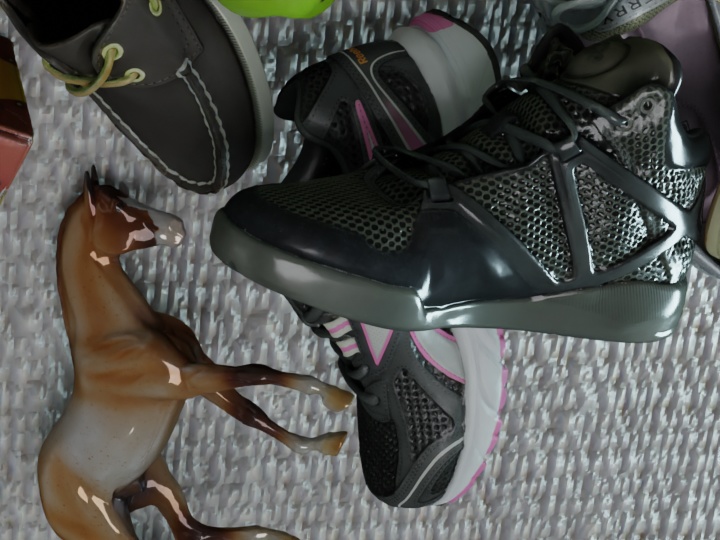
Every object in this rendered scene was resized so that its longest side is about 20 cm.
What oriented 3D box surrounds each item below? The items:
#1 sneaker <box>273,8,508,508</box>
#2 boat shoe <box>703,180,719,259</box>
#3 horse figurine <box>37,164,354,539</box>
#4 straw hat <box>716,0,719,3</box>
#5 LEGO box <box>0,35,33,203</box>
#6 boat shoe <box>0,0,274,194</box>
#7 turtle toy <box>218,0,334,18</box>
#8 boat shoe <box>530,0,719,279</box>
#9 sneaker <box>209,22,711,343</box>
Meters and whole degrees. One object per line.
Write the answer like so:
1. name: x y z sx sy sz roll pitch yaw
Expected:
1. sneaker: 0.000 0.000 1.033 0.086 0.080 0.200 -13 115 -23
2. boat shoe: 0.212 -0.033 1.033 0.200 0.063 0.073 -15 131 -40
3. horse figurine: -0.079 0.069 1.065 0.132 0.050 0.200 25 129 6
4. straw hat: 0.073 -0.167 0.911 0.085 0.201 0.201 -18 133 37
5. LEGO box: -0.237 -0.035 0.950 0.200 0.077 0.149 19 117 -25
6. boat shoe: -0.097 -0.099 0.940 0.072 0.061 0.201 -3 131 37
7. turtle toy: -0.023 -0.174 0.865 0.101 0.146 0.200 12 121 -10
8. boat shoe: 0.109 -0.085 1.016 0.074 0.065 0.202 -22 125 0
9. sneaker: 0.042 -0.037 0.946 0.199 0.076 0.114 3 113 -30
